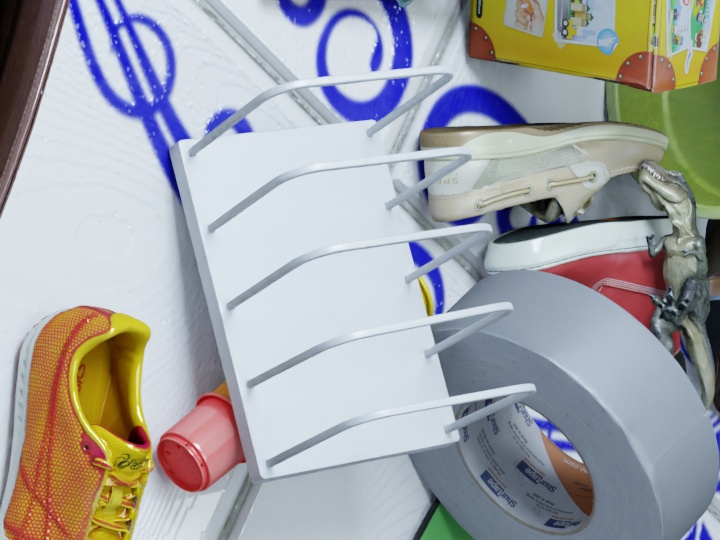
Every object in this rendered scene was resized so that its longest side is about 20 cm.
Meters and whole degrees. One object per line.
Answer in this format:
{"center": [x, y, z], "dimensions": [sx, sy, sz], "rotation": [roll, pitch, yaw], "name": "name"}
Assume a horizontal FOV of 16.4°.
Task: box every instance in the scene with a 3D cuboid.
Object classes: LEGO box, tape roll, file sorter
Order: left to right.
{"center": [0.000, 0.000, 1.411], "dimensions": [0.138, 0.124, 0.201], "rotation": [-8, 79, -32], "name": "file sorter"}
{"center": [0.118, 0.100, 1.530], "dimensions": [0.066, 0.200, 0.201], "rotation": [-41, 118, -34], "name": "tape roll"}
{"center": [0.151, -0.225, 1.579], "dimensions": [0.077, 0.148, 0.201], "rotation": [-15, 113, -48], "name": "LEGO box"}

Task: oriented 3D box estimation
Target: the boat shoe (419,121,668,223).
{"center": [0.121, -0.063, 1.631], "dimensions": [0.199, 0.072, 0.065], "rotation": [-5, 95, -40], "name": "boat shoe"}

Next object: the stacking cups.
{"center": [-0.037, 0.065, 1.473], "dimensions": [0.200, 0.060, 0.061], "rotation": [-42, 118, -37], "name": "stacking cups"}

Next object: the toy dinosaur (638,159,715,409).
{"center": [0.210, 0.030, 1.654], "dimensions": [0.088, 0.047, 0.201], "rotation": [-46, 131, -56], "name": "toy dinosaur"}

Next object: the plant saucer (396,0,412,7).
{"center": [0.010, -0.257, 1.521], "dimensions": [0.070, 0.019, 0.201], "rotation": [-41, 129, -16], "name": "plant saucer"}

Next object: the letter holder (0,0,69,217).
{"center": [-0.231, -0.096, 1.214], "dimensions": [0.100, 0.142, 0.201], "rotation": [30, 69, -42], "name": "letter holder"}

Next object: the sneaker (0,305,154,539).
{"center": [-0.149, 0.120, 1.344], "dimensions": [0.073, 0.077, 0.201], "rotation": [-1, 92, -48], "name": "sneaker"}

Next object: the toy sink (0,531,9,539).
{"center": [-0.276, 0.124, 1.174], "dimensions": [0.200, 0.130, 0.112], "rotation": [50, 57, -34], "name": "toy sink"}

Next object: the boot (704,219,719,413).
{"center": [0.283, 0.037, 1.789], "dimensions": [0.200, 0.074, 0.097], "rotation": [62, 30, -51], "name": "boot"}

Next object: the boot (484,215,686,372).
{"center": [0.156, 0.038, 1.669], "dimensions": [0.199, 0.072, 0.145], "rotation": [-3, 94, -49], "name": "boot"}

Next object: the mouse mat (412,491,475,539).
{"center": [0.107, 0.200, 1.658], "dimensions": [0.200, 0.008, 0.161], "rotation": [53, 54, -32], "name": "mouse mat"}

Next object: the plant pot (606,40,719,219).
{"center": [0.305, -0.123, 1.734], "dimensions": [0.189, 0.199, 0.201], "rotation": [10, 83, -48], "name": "plant pot"}
